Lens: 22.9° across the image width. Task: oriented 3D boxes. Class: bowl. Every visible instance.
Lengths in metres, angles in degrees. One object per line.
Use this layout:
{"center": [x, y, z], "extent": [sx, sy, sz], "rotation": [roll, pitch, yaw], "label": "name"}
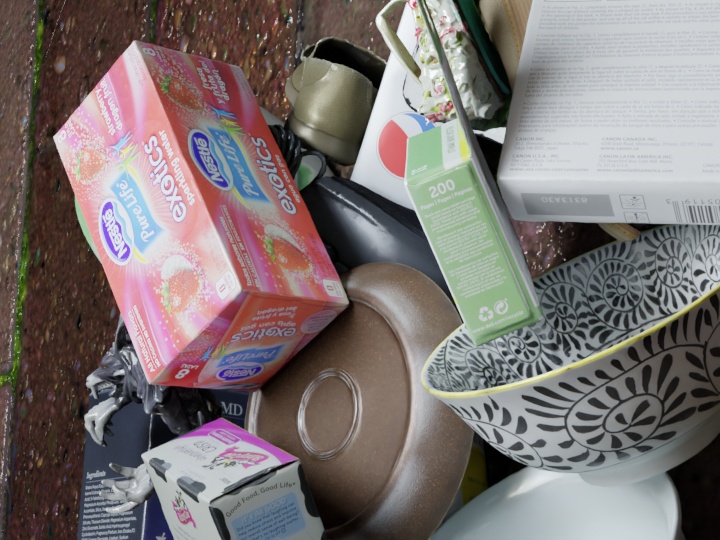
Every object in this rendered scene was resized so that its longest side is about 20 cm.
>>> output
{"center": [0.142, 0.057, 0.978], "extent": [0.201, 0.201, 0.094], "rotation": [-10, 110, 54], "label": "bowl"}
{"center": [0.110, 0.199, 0.989], "extent": [0.201, 0.090, 0.201], "rotation": [-31, 21, 13], "label": "bowl"}

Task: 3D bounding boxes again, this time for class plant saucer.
{"center": [-0.011, 0.090, 1.091], "extent": [0.200, 0.032, 0.201], "rotation": [-17, 66, 43], "label": "plant saucer"}

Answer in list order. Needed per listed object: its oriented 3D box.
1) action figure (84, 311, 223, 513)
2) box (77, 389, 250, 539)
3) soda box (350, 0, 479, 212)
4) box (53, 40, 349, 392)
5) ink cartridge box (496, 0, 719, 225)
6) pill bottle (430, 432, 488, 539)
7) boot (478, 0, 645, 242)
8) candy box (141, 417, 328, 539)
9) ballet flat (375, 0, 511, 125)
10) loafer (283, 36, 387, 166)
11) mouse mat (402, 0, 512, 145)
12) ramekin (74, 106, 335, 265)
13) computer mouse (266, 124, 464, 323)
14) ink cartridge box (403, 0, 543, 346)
{"center": [-0.131, 0.110, 1.168], "extent": [0.102, 0.200, 0.119], "rotation": [-26, 27, 6], "label": "action figure"}
{"center": [-0.122, 0.188, 1.308], "extent": [0.104, 0.148, 0.200], "rotation": [-14, 70, 53], "label": "box"}
{"center": [0.049, -0.115, 1.199], "extent": [0.064, 0.068, 0.200], "rotation": [21, 100, 13], "label": "soda box"}
{"center": [-0.104, -0.033, 1.122], "extent": [0.103, 0.095, 0.200], "rotation": [-43, 57, 31], "label": "box"}
{"center": [0.172, -0.119, 0.996], "extent": [0.161, 0.050, 0.200], "rotation": [2, 57, 20], "label": "ink cartridge box"}
{"center": [0.030, 0.174, 1.126], "extent": [0.111, 0.111, 0.200], "rotation": [-33, 55, 47], "label": "pill bottle"}
{"center": [0.168, -0.136, 1.039], "extent": [0.166, 0.072, 0.200], "rotation": [-34, 64, 22], "label": "boot"}
{"center": [-0.053, 0.197, 1.050], "extent": [0.136, 0.061, 0.200], "rotation": [15, 127, 66], "label": "candy box"}
{"center": [0.033, -0.182, 1.117], "extent": [0.064, 0.076, 0.200], "rotation": [-23, 78, 18], "label": "ballet flat"}
{"center": [-0.010, -0.130, 1.260], "extent": [0.068, 0.076, 0.200], "rotation": [-61, 11, 18], "label": "loafer"}
{"center": [0.121, -0.173, 1.118], "extent": [0.161, 0.008, 0.200], "rotation": [23, 100, 25], "label": "mouse mat"}
{"center": [-0.100, -0.044, 1.305], "extent": [0.098, 0.200, 0.200], "rotation": [-48, 45, 26], "label": "ramekin"}
{"center": [0.000, 0.000, 1.164], "extent": [0.053, 0.200, 0.139], "rotation": [-50, -21, -65], "label": "computer mouse"}
{"center": [0.046, -0.071, 1.018], "extent": [0.146, 0.048, 0.200], "rotation": [-83, -31, -76], "label": "ink cartridge box"}
